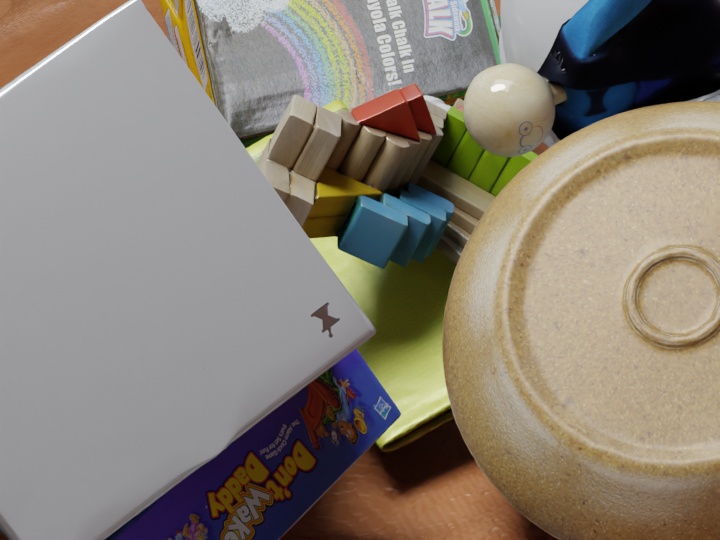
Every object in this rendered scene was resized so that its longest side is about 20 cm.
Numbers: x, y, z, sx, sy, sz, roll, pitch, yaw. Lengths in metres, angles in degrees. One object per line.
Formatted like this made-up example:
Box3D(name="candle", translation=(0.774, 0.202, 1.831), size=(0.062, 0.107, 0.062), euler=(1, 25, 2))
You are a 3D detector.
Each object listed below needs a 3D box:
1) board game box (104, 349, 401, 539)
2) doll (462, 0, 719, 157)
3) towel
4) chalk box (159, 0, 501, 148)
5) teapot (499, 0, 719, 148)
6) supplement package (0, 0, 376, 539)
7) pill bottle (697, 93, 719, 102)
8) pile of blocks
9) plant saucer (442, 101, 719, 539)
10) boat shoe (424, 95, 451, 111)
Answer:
Box3D(name="board game box", translation=(-0.088, 0.111, 0.960), size=(0.134, 0.045, 0.200), euler=(-29, 9, 45))
Box3D(name="doll", translation=(0.134, -0.101, 1.055), size=(0.199, 0.137, 0.049), euler=(-21, 59, -11))
Box3D(name="towel", translation=(0.000, 0.000, 1.109), size=(0.086, 0.018, 0.200), euler=(-29, 48, -9))
Box3D(name="chalk box", translation=(0.004, -0.133, 1.309), size=(0.199, 0.125, 0.124), euler=(-12, -7, -11))
Box3D(name="teapot", translation=(0.139, -0.107, 1.217), size=(0.200, 0.198, 0.146), euler=(-16, -21, -49))
Box3D(name="supplement package", translation=(-0.114, 0.008, 0.953), size=(0.151, 0.151, 0.200), euler=(-36, 6, -11))
Box3D(name="pill bottle", translation=(0.171, -0.021, 1.055), size=(0.199, 0.114, 0.113), euler=(-20, 26, -4))
Box3D(name="pile of blocks", translation=(0.028, -0.046, 1.068), size=(0.082, 0.062, 0.200), euler=(40, 27, 23))
Box3D(name="plant saucer", translation=(0.126, 0.016, 0.962), size=(0.199, 0.035, 0.201), euler=(-5, 66, 12))
Box3D(name="boat shoe", translation=(0.034, -0.010, 1.173), size=(0.069, 0.071, 0.201), euler=(0, 42, 19))
